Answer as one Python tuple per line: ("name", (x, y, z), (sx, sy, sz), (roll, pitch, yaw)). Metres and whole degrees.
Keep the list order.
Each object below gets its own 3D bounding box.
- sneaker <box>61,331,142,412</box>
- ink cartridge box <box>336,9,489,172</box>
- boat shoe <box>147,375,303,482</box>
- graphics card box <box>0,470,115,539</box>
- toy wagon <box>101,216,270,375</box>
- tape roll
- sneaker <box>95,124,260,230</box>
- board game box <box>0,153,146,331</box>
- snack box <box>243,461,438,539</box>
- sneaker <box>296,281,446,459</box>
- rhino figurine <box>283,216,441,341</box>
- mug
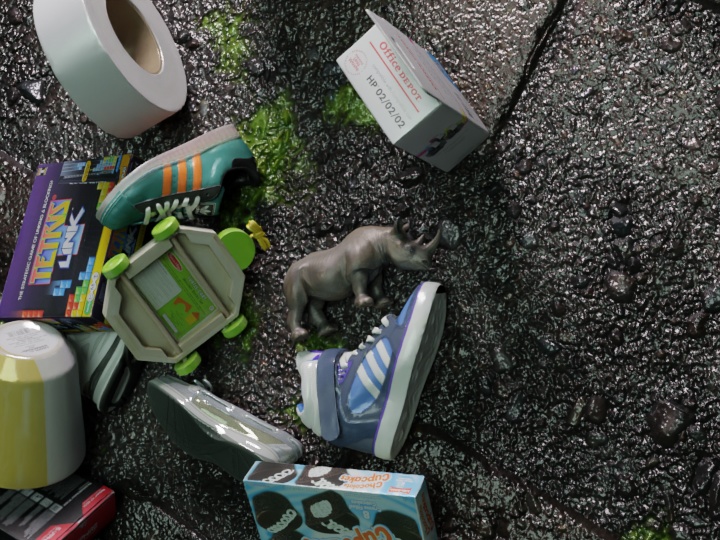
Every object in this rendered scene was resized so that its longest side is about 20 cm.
("sneaker", (-0.295, 0.053, 1.532), (0.115, 0.075, 0.202), (32, 99, 22))
("ink cartridge box", (0.049, -0.182, 1.338), (0.068, 0.200, 0.116), (-39, 70, 15))
("boat shoe", (-0.158, 0.175, 1.468), (0.200, 0.065, 0.075), (25, 132, 28))
("graphics card box", (-0.401, 0.270, 1.526), (0.198, 0.125, 0.051), (22, 129, 23))
("toy wagon", (-0.189, 0.015, 1.462), (0.199, 0.156, 0.040), (-38, 24, -10))
("tape roll", (-0.286, -0.258, 1.498), (0.070, 0.202, 0.205), (-27, 74, 19))
("sneaker", (-0.200, -0.089, 1.464), (0.199, 0.071, 0.080), (-33, 79, -25))
("board game box", (-0.332, -0.031, 1.529), (0.164, 0.057, 0.203), (-3, 68, 34))
("snack box", (-0.018, 0.265, 1.372), (0.197, 0.037, 0.117), (1, 122, 24))
("sneaker", (-0.001, 0.091, 1.393), (0.145, 0.080, 0.203), (19, 97, 20))
("rhino figurine", (0.000, 0.000, 1.416), (0.198, 0.060, 0.088), (-27, 72, 17))
("mug", (-0.388, 0.153, 1.477), (0.147, 0.187, 0.155), (10, 117, 0))
